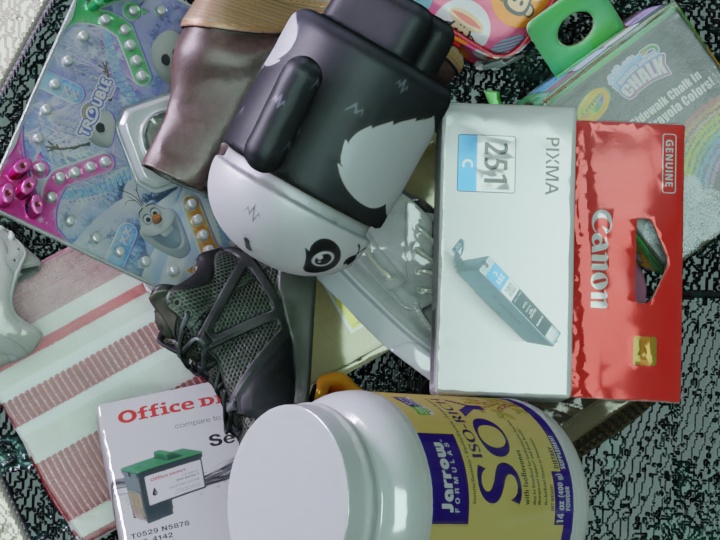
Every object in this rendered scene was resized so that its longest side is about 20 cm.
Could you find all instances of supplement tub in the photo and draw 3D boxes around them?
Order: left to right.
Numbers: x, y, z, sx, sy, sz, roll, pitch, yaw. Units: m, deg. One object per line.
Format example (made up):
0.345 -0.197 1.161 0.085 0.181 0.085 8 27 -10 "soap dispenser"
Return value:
0.030 0.150 1.458 0.200 0.145 0.146 5 89 -40 "supplement tub"

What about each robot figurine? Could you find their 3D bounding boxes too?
-0.017 -0.093 1.514 0.150 0.125 0.200 28 94 -27 "robot figurine"

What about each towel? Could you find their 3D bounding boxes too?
-0.192 0.083 1.682 0.144 0.023 0.200 -29 93 -5 "towel"

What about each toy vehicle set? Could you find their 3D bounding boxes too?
0.000 0.000 1.675 0.200 0.027 0.124 -29 88 4 "toy vehicle set"

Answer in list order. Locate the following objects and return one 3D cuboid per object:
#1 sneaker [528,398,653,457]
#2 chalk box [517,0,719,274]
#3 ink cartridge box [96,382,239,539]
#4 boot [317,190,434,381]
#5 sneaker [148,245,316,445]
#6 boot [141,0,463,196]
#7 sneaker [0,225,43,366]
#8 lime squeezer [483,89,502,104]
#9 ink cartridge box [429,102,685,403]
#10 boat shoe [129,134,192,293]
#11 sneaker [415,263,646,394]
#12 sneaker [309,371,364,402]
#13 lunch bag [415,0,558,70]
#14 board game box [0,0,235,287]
0.121 0.116 1.687 0.200 0.070 0.076 -31 66 -2 "sneaker"
0.198 -0.113 1.650 0.124 0.124 0.200 -36 95 -2 "chalk box"
-0.097 0.174 1.583 0.146 0.084 0.200 -12 47 -8 "ink cartridge box"
0.037 0.002 1.606 0.200 0.074 0.096 43 95 18 "boot"
-0.090 0.071 1.543 0.114 0.076 0.200 4 66 -8 "sneaker"
-0.040 -0.115 1.605 0.200 0.072 0.166 18 85 -10 "boot"
-0.281 -0.019 1.645 0.092 0.076 0.200 -13 79 -8 "sneaker"
0.117 -0.031 1.692 0.071 0.038 0.200 6 91 -6 "lime squeezer"
0.138 -0.011 1.553 0.176 0.045 0.200 2 84 -4 "ink cartridge box"
-0.156 -0.075 1.652 0.072 0.066 0.200 -8 82 6 "boat shoe"
0.109 0.041 1.638 0.200 0.095 0.079 -41 52 0 "sneaker"
0.026 0.146 1.615 0.078 0.077 0.200 -36 53 -27 "sneaker"
0.060 -0.244 1.669 0.200 0.082 0.176 34 89 -3 "lunch bag"
-0.135 -0.093 1.612 0.200 0.026 0.200 26 74 -17 "board game box"
